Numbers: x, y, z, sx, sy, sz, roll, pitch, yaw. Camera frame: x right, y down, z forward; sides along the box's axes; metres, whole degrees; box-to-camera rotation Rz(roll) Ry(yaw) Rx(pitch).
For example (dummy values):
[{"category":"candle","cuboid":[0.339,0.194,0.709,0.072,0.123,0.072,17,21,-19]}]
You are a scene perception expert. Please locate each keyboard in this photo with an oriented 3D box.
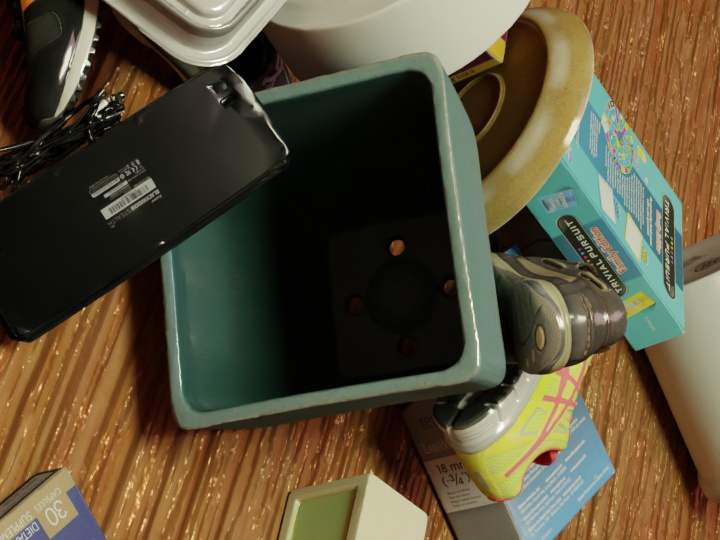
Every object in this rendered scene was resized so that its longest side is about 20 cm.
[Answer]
[{"category":"keyboard","cuboid":[-0.145,-0.052,0.942,0.199,0.040,0.105,-34,98,-15]}]

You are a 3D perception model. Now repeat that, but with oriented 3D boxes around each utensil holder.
[{"category":"utensil holder","cuboid":[0.346,0.079,1.440,0.170,0.169,0.202,-35,102,-50]}]

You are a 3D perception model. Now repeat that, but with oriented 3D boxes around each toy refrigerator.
[{"category":"toy refrigerator","cuboid":[-0.023,0.234,1.012,0.070,0.075,0.202,39,50,-34]}]

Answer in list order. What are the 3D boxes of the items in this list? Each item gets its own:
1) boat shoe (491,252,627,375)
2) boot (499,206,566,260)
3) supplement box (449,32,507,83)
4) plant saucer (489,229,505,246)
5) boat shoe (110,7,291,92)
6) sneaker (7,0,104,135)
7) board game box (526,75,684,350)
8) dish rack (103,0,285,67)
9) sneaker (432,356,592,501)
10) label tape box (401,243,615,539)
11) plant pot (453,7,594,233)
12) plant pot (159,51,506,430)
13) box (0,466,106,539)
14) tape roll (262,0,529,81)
[{"category":"boat shoe","cuboid":[0.126,0.029,1.080,0.072,0.200,0.076,-4,102,-9]},{"category":"boot","cuboid":[0.142,-0.071,1.296,0.200,0.076,0.156,41,44,-23]},{"category":"supplement box","cuboid":[0.043,-0.241,1.223,0.103,0.130,0.202,35,51,-34]},{"category":"plant saucer","cuboid":[0.119,-0.108,1.348,0.199,0.027,0.203,21,62,-44]},{"category":"boat shoe","cuboid":[-0.090,-0.149,1.061,0.200,0.056,0.068,35,58,-55]},{"category":"sneaker","cuboid":[-0.200,-0.181,0.976,0.089,0.070,0.203,12,73,-16]},{"category":"board game box","cuboid":[0.184,-0.061,1.239,0.200,0.047,0.152,50,33,-31]},{"category":"dish rack","cuboid":[-0.116,-0.235,0.957,0.199,0.044,0.172,37,62,0]},{"category":"sneaker","cuboid":[0.123,0.091,1.151,0.200,0.078,0.091,-39,114,-42]},{"category":"label tape box","cuboid":[0.102,0.102,1.220,0.144,0.063,0.202,-33,101,-49]},{"category":"plant pot","cuboid":[0.089,-0.111,1.178,0.027,0.199,0.202,32,53,-30]},{"category":"plant pot","cuboid":[0.000,0.000,1.039,0.200,0.193,0.199,27,54,-68]},{"category":"box","cuboid":[-0.160,0.226,0.886,0.121,0.032,0.202,-41,109,-49]},{"category":"tape roll","cuboid":[0.021,-0.209,1.041,0.071,0.200,0.204,53,41,-43]}]
